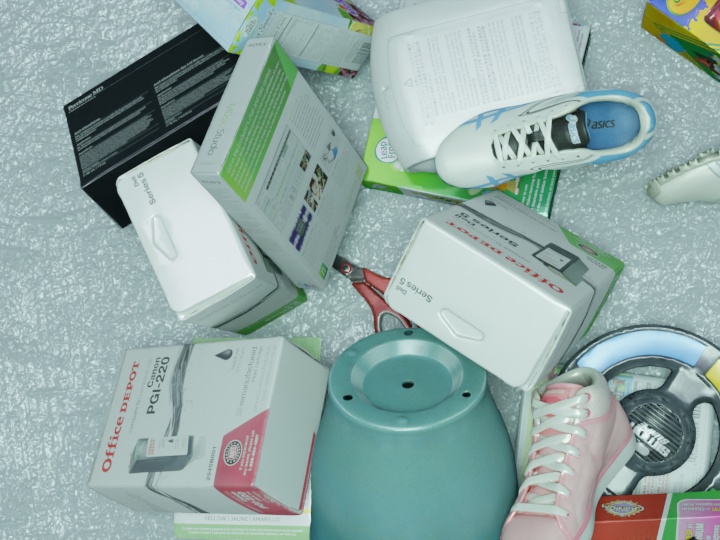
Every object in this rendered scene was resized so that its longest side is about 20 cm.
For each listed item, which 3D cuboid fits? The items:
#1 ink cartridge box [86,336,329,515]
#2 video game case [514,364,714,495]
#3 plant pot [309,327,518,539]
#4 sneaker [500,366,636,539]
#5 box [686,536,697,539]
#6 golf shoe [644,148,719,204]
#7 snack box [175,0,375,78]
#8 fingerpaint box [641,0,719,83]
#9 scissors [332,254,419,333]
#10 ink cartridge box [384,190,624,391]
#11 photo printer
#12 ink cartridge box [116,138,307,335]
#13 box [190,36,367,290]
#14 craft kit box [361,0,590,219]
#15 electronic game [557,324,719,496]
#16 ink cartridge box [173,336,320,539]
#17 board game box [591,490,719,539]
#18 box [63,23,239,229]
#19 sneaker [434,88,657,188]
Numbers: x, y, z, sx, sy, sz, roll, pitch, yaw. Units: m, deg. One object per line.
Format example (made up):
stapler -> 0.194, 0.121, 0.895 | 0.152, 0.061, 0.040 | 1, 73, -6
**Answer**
ink cartridge box -> -0.143, 0.146, 0.999 | 0.199, 0.085, 0.146 | -8, 59, 32
video game case -> 0.237, 0.197, 1.024 | 0.181, 0.022, 0.201 | 6, 85, 11
plant pot -> 0.044, 0.162, 0.933 | 0.199, 0.200, 0.189 | 2, 125, 10
sneaker -> 0.162, 0.158, 0.895 | 0.075, 0.200, 0.105 | -4, 119, 42
box -> 0.279, 0.346, 0.939 | 0.136, 0.038, 0.200 | -28, 105, 13
golf shoe -> 0.375, -0.075, 1.010 | 0.199, 0.078, 0.098 | -12, 87, 10
snack box -> -0.098, -0.269, 1.035 | 0.169, 0.200, 0.068 | 45, 116, 24
fingerpaint box -> 0.400, -0.277, 1.029 | 0.167, 0.073, 0.200 | 40, 91, 12
scissors -> 0.000, 0.000, 1.098 | 0.073, 0.014, 0.200 | -44, 77, 5
ink cartridge box -> 0.132, 0.010, 0.940 | 0.145, 0.200, 0.084 | 32, 112, 16
photo printer -> 0.111, -0.187, 1.028 | 0.199, 0.069, 0.167 | -13, 83, 9
ink cartridge box -> -0.137, -0.025, 1.028 | 0.084, 0.200, 0.146 | -28, 79, 6
box -> -0.067, -0.092, 0.975 | 0.036, 0.200, 0.145 | 5, 62, 29
craft kit box -> 0.116, -0.164, 1.083 | 0.197, 0.049, 0.201 | 12, 85, 14
electronic game -> 0.270, 0.150, 0.991 | 0.199, 0.042, 0.201 | -1, 84, 10
ink cartridge box -> -0.112, 0.168, 1.078 | 0.145, 0.048, 0.201 | -1, 85, 11
board game box -> 0.262, 0.276, 0.963 | 0.199, 0.040, 0.154 | -6, 111, 12
box -> -0.192, -0.156, 1.090 | 0.199, 0.079, 0.141 | -30, 50, 6
sneaker -> 0.162, -0.119, 0.945 | 0.199, 0.072, 0.072 | -13, 87, 5
